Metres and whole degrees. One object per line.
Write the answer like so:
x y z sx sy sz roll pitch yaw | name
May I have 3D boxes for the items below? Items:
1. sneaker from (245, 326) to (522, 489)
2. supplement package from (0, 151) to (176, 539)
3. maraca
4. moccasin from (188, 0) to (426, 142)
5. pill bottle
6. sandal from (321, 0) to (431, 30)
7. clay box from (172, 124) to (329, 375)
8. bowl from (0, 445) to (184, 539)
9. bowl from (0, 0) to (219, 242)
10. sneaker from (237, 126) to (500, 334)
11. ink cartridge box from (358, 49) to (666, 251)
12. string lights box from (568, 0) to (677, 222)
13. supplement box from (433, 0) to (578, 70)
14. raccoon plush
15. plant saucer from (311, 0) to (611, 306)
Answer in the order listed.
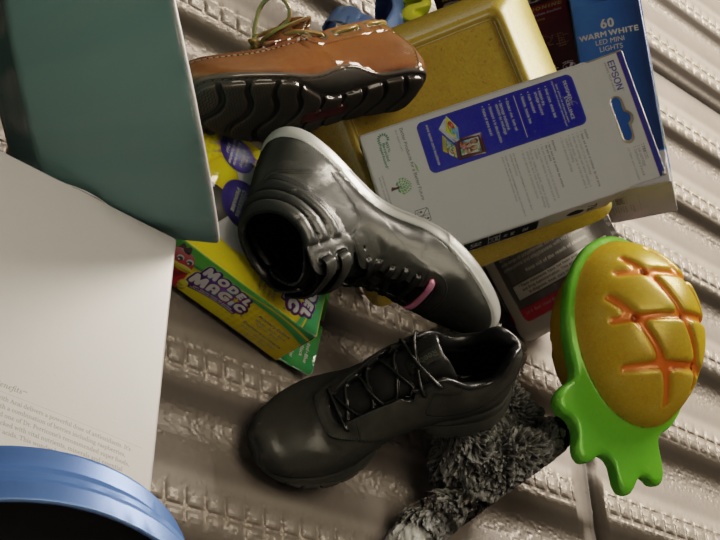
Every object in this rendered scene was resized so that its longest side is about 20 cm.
0.018 0.078 0.958 0.198 0.091 0.076 -18 65 -24 | sneaker
-0.182 0.065 0.752 0.121 0.119 0.202 28 48 -33 | supplement package
0.191 0.065 1.069 0.137 0.107 0.201 35 52 -22 | maraca
-0.044 -0.141 1.001 0.200 0.074 0.078 -19 65 -35 | moccasin
0.134 -0.055 1.196 0.110 0.110 0.201 -25 86 -52 | pill bottle
0.017 -0.137 1.161 0.086 0.080 0.202 -1 68 -17 | sandal
-0.085 -0.029 0.983 0.199 0.047 0.116 37 43 -26 | clay box
-0.167 0.155 0.654 0.200 0.201 0.040 28 28 -34 | bowl
-0.148 -0.104 0.826 0.104 0.201 0.203 -12 70 -6 | bowl
0.000 0.000 0.959 0.199 0.071 0.100 38 43 -8 | sneaker
0.106 -0.076 1.036 0.039 0.198 0.101 65 8 -78 | ink cartridge box
0.210 -0.151 1.191 0.103 0.058 0.203 36 45 -72 | string lights box
0.119 -0.228 1.225 0.200 0.108 0.062 59 21 -59 | supplement box
0.064 0.103 1.036 0.135 0.097 0.199 55 37 7 | raccoon plush
0.063 -0.102 1.088 0.048 0.198 0.202 75 -6 -78 | plant saucer
